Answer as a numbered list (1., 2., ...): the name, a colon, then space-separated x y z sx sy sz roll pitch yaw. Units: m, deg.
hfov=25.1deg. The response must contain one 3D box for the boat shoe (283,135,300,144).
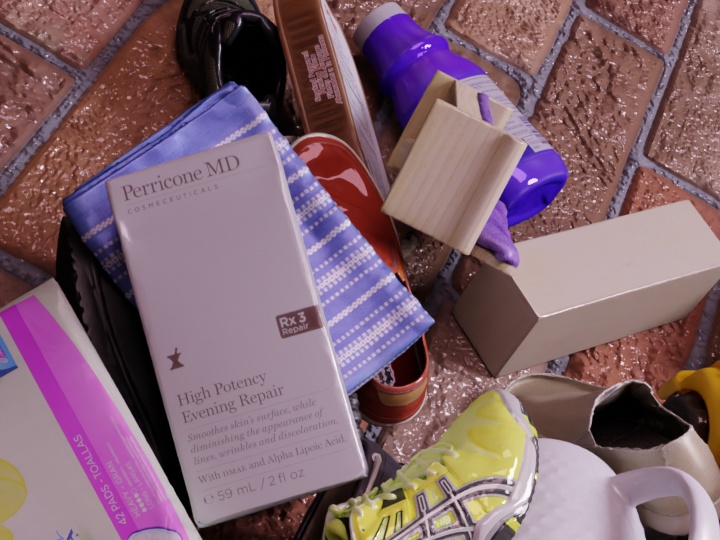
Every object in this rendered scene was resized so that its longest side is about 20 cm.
1. boat shoe: -0.081 -0.046 1.098 0.200 0.072 0.072 -13 86 -64

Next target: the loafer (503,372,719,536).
1. loafer: 0.161 0.102 1.051 0.076 0.068 0.200 -25 29 -28

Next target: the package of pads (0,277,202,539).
1. package of pads: -0.187 0.125 0.879 0.154 0.068 0.200 -30 67 -11

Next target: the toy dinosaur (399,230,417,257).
1. toy dinosaur: -0.006 0.019 1.113 0.200 0.048 0.088 -19 57 -41

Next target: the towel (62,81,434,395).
1. towel: -0.067 -0.004 0.976 0.145 0.024 0.200 -37 83 -21

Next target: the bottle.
1. bottle: 0.071 -0.123 1.254 0.083 0.065 0.200 -21 65 -45

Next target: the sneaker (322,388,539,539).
1. sneaker: 0.028 0.139 0.873 0.076 0.075 0.200 43 63 -18

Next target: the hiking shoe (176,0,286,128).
1. hiking shoe: -0.084 -0.162 1.183 0.076 0.101 0.200 5 51 -24

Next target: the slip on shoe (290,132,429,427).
1. slip on shoe: 0.000 0.000 1.038 0.074 0.061 0.201 -12 74 -17

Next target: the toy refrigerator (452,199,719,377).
1. toy refrigerator: 0.171 0.009 1.189 0.200 0.076 0.070 -15 61 -34

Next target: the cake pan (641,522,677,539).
1. cake pan: 0.248 0.243 1.058 0.200 0.037 0.201 14 48 -16

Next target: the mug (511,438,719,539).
1. mug: 0.120 0.181 0.937 0.148 0.200 0.176 44 37 -23

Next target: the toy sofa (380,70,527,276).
1. toy sofa: 0.075 -0.071 1.093 0.097 0.083 0.200 27 12 -3

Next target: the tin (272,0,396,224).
1. tin: -0.017 -0.114 1.157 0.042 0.112 0.200 -17 64 4

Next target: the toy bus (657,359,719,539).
1. toy bus: 0.291 0.116 1.029 0.135 0.192 0.200 8 49 -19

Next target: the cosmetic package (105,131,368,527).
1. cosmetic package: -0.068 0.034 0.911 0.101 0.074 0.201 -17 83 -1

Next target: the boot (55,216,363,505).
1. boot: -0.098 0.053 1.009 0.157 0.079 0.212 -11 69 -25

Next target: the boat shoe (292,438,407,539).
1. boat shoe: -0.028 0.183 0.919 0.060 0.074 0.200 47 59 -17
